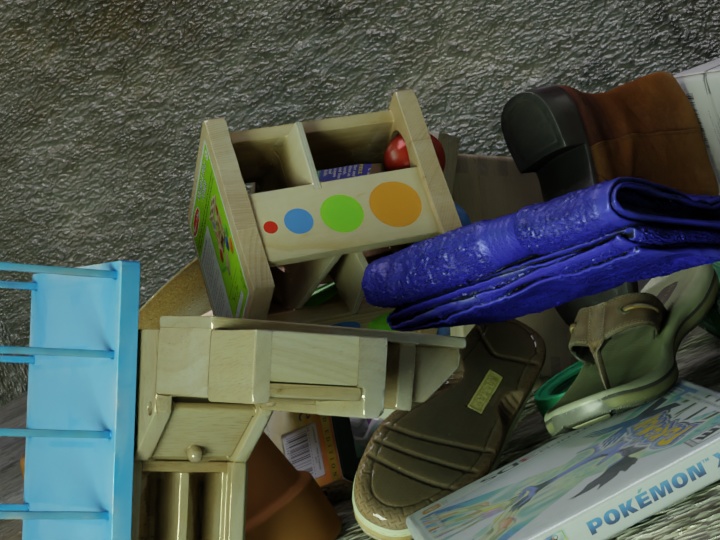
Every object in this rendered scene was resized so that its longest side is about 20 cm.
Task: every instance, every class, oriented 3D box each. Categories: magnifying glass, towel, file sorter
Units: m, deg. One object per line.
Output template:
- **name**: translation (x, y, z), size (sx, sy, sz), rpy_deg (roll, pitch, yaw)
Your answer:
- **magnifying glass**: translation (0.188, 0.052, 1.434), size (0.080, 0.022, 0.200), rpy_deg (-22, 9, 44)
- **towel**: translation (0.116, -0.003, 1.204), size (0.148, 0.050, 0.200), rpy_deg (5, -16, -45)
- **file sorter**: translation (-0.214, 0.095, 1.229), size (0.123, 0.200, 0.139), rpy_deg (4, -5, -30)

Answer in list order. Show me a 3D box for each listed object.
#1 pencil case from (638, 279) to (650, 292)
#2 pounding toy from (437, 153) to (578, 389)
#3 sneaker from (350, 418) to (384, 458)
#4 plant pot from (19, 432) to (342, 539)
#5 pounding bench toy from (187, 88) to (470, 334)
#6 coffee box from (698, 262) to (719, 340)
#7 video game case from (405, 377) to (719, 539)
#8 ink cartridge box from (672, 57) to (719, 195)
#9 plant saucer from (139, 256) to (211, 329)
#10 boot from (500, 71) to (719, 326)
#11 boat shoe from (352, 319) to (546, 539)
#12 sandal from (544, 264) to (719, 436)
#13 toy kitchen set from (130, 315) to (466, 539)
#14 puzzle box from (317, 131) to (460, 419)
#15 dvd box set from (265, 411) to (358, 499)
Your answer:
- **pencil case**: translation (0.147, 0.022, 1.576), size (0.091, 0.083, 0.200), rpy_deg (-56, 17, -20)
- **pounding toy**: translation (0.047, -0.010, 1.516), size (0.142, 0.200, 0.184), rpy_deg (2, -11, -28)
- **sneaker**: translation (-0.043, 0.083, 1.618), size (0.200, 0.140, 0.078), rpy_deg (-26, 6, 18)
- **plant pot**: translation (-0.130, 0.152, 1.375), size (0.200, 0.140, 0.200), rpy_deg (-26, 4, 2)
- **pounding bench toy**: translation (-0.022, -0.006, 1.372), size (0.156, 0.124, 0.200), rpy_deg (-10, -27, -16)
- **coffee box**: translation (0.298, -0.024, 1.358), size (0.200, 0.044, 0.123), rpy_deg (-28, 19, -8)
- **video game case**: translation (0.118, 0.114, 1.126), size (0.182, 0.022, 0.200), rpy_deg (-28, 5, -4)
- **ink cartridge box**: translation (0.304, -0.088, 1.520), size (0.083, 0.147, 0.200), rpy_deg (-21, 5, -3)
- **plant saucer**: translation (-0.120, 0.040, 1.647), size (0.200, 0.035, 0.200), rpy_deg (-40, -14, -12)
- **boot**: translation (0.190, -0.046, 1.480), size (0.068, 0.188, 0.200), rpy_deg (-32, -13, 36)
- **boat shoe**: translation (0.055, 0.113, 1.306), size (0.200, 0.072, 0.076), rpy_deg (-43, -19, -43)
- **sandal**: translation (0.153, 0.037, 1.242), size (0.080, 0.057, 0.201), rpy_deg (-25, 14, 33)
- **toy kitchen set**: translation (-0.036, 0.120, 1.200), size (0.163, 0.181, 0.200), rpy_deg (4, -4, -29)
- **puzzle box**: translation (0.000, 0.000, 1.457), size (0.133, 0.200, 0.025), rpy_deg (7, -4, 44)
- **dvd box set**: translation (-0.100, 0.125, 1.543), size (0.200, 0.146, 0.029), rpy_deg (-26, -31, 23)
